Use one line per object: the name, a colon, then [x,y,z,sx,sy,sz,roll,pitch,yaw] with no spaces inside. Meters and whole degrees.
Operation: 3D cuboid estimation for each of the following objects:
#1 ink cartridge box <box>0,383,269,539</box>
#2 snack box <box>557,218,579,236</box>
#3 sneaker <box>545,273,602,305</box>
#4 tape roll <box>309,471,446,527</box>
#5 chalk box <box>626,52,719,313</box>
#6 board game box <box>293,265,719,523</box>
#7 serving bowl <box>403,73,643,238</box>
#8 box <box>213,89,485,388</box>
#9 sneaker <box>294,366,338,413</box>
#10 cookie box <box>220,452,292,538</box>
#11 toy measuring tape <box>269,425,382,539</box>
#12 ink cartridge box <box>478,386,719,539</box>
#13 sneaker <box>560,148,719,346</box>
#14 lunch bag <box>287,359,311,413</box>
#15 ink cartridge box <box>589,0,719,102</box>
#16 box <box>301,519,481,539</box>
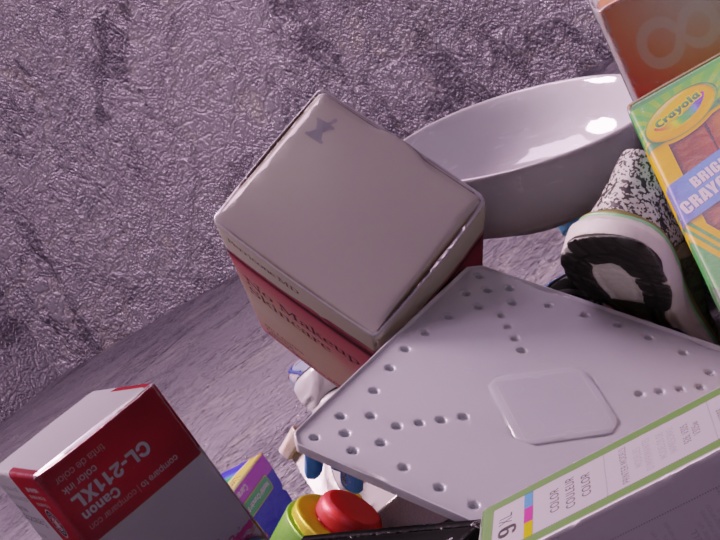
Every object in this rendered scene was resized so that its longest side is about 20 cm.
ink cartridge box: [-0.110,0.170,0.736,0.083,0.200,0.146,-39,10,-24]
snack box: [0.227,-0.061,1.013,0.116,0.037,0.200,-41,-24,18]
sneaker: [0.195,0.015,0.940,0.199,0.071,0.083,-34,2,-32]
tape roll: [0.042,0.115,0.886,0.203,0.037,0.203,-44,11,11]
chalk box: [0.229,-0.046,0.664,0.124,0.124,0.201,-30,46,17]
board game box: [0.099,0.079,0.667,0.199,0.026,0.200,19,36,26]
serving bowl: [0.118,-0.071,0.882,0.199,0.066,0.200,-17,19,6]
box: [0.000,0.000,0.823,0.109,0.128,0.200,-51,-17,-14]
sneaker: [0.046,0.097,1.052,0.199,0.081,0.075,-16,-22,-25]
cookie box: [-0.159,0.238,0.951,0.199,0.075,0.171,-28,8,24]
toy measuring tape: [-0.033,0.151,0.794,0.073,0.074,0.200,-33,34,-4]
ink cartridge box: [0.111,0.125,0.491,0.199,0.104,0.059,-31,8,14]
sneaker: [0.184,-0.004,0.770,0.077,0.200,0.089,12,69,28]
lunch bag: [0.020,0.084,1.204,0.160,0.076,0.200,-32,9,-12]
ink cartridge box: [0.256,-0.135,0.751,0.199,0.163,0.050,-23,29,17]
box: [-0.029,0.211,0.581,0.200,0.086,0.164,-38,9,-34]
